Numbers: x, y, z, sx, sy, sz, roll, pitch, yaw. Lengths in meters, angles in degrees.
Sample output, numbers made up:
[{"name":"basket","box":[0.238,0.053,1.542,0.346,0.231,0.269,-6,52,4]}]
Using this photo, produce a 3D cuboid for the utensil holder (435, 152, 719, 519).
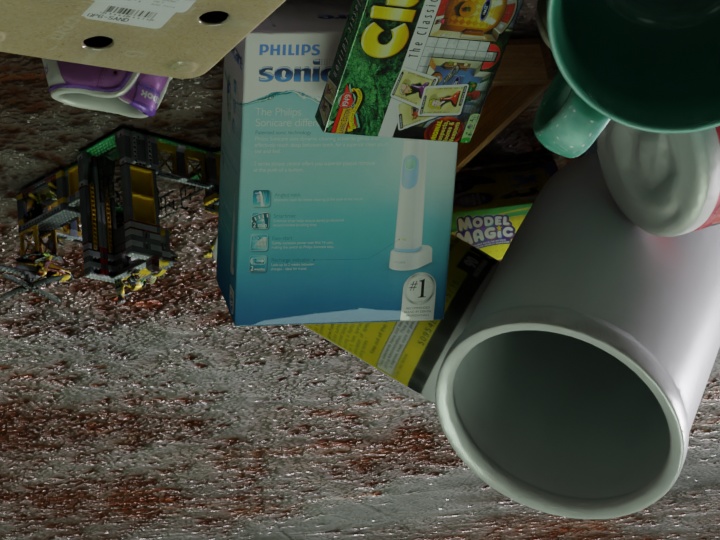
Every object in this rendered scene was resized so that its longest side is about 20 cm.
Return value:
[{"name":"utensil holder","box":[0.162,0.040,1.400,0.169,0.200,0.171,14,132,17]}]

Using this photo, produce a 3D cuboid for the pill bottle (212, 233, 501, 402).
[{"name":"pill bottle","box":[0.000,0.000,1.501,0.199,0.115,0.114,30,161,6]}]

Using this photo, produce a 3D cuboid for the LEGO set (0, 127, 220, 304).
[{"name":"LEGO set","box":[-0.175,-0.018,1.576,0.199,0.117,0.153,-19,157,33]}]

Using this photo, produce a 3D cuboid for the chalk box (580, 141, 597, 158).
[{"name":"chalk box","box":[0.239,-0.081,1.522,0.123,0.126,0.200,-16,159,27]}]

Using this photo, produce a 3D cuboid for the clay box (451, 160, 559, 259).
[{"name":"clay box","box":[0.062,-0.040,1.615,0.198,0.048,0.115,-6,-163,0]}]

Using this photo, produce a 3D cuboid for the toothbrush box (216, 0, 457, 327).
[{"name":"toothbrush box","box":[-0.016,-0.072,1.354,0.145,0.202,0.085,-3,-157,-13]}]

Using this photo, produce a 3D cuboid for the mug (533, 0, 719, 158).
[{"name":"mug","box":[0.170,-0.168,1.218,0.184,0.115,0.153,-17,117,15]}]

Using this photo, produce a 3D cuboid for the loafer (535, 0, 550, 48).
[{"name":"loafer","box":[0.209,-0.182,1.315,0.198,0.076,0.068,-12,159,-8]}]

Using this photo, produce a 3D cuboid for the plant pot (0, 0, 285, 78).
[{"name":"plant pot","box":[-0.114,-0.204,0.987,0.198,0.179,0.200,6,158,-32]}]

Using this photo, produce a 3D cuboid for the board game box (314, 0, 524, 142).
[{"name":"board game box","box":[0.048,-0.165,1.238,0.104,0.024,0.201,3,128,-22]}]

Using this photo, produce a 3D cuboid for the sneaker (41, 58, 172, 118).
[{"name":"sneaker","box":[-0.103,-0.151,1.236,0.199,0.115,0.073,-17,157,24]}]

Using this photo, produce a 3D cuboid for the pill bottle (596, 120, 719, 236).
[{"name":"pill bottle","box":[0.264,-0.097,1.369,0.199,0.111,0.111,-16,167,-30]}]

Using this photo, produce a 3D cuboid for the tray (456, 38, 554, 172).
[{"name":"tray","box":[0.051,-0.110,1.502,0.098,0.037,0.200,-5,162,-25]}]
